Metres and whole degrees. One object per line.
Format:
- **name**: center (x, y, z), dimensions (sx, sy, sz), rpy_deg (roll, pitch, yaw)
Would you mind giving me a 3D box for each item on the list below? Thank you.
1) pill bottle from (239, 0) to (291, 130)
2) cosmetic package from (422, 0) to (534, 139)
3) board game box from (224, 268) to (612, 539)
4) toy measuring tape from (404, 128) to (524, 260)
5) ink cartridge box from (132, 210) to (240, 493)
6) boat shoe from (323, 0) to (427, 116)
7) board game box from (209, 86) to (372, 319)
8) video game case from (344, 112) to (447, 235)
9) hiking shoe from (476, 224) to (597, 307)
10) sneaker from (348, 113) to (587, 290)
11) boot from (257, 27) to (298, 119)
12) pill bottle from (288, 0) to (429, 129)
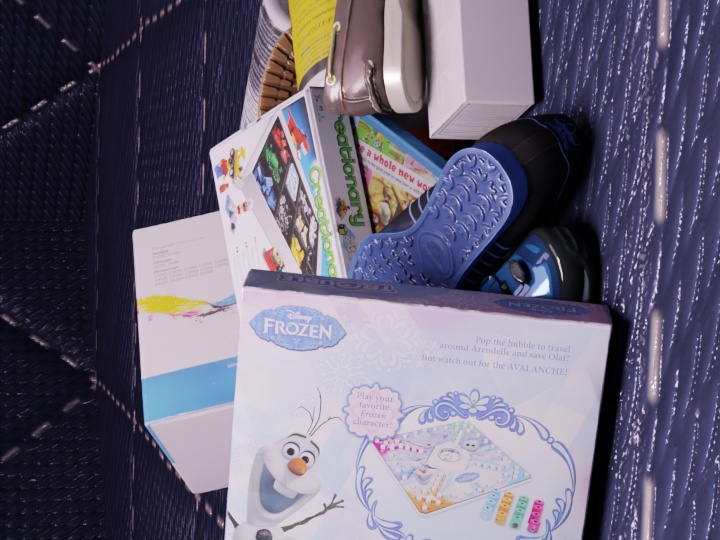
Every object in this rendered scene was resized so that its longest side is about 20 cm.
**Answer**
- **pill bottle**: center (-0.046, -0.141, 1.337), dimensions (0.106, 0.106, 0.200), rpy_deg (-105, 21, -44)
- **cosmetic package**: center (0.072, -0.190, 1.006), dimensions (0.083, 0.050, 0.201), rpy_deg (144, 125, -72)
- **board game box**: center (0.027, 0.108, 0.879), dimensions (0.043, 0.199, 0.200), rpy_deg (-75, -9, -73)
- **toy measuring tape**: center (0.064, -0.048, 1.055), dimensions (0.200, 0.073, 0.074), rpy_deg (29, 120, 47)
- **ink cartridge box**: center (-0.110, 0.066, 1.411), dimensions (0.147, 0.145, 0.201), rpy_deg (69, -170, -57)
- **boat shoe**: center (0.011, -0.191, 1.049), dimensions (0.072, 0.059, 0.201), rpy_deg (50, -142, -58)
- **board game box**: center (-0.041, -0.008, 1.073), dimensions (0.126, 0.035, 0.201), rpy_deg (-24, 73, 49)
- **video game case**: center (0.000, 0.000, 1.065), dimensions (0.143, 0.018, 0.201), rpy_deg (42, 122, 43)
- **hiking shoe**: center (0.060, 0.054, 0.910), dimensions (0.200, 0.086, 0.074), rpy_deg (-58, 41, 28)
- **sneaker**: center (0.064, -0.025, 0.943), dimensions (0.070, 0.078, 0.200), rpy_deg (57, 145, 8)
- **boot**: center (-0.055, -0.098, 1.256), dimensions (0.107, 0.075, 0.201), rpy_deg (-139, 49, -68)
- **pill bottle**: center (0.003, -0.199, 1.152), dimensions (0.111, 0.111, 0.201), rpy_deg (119, 149, -60)
